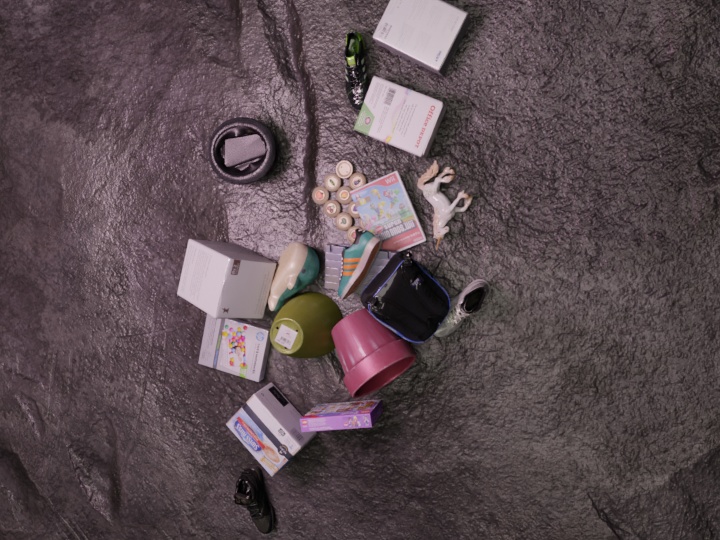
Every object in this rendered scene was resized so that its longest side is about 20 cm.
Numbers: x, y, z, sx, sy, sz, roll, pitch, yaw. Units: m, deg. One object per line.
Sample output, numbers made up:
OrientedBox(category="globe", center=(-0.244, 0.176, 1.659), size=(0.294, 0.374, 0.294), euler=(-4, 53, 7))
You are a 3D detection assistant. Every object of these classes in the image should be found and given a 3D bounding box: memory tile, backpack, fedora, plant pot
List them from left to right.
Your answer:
OrientedBox(category="fedora", center=(-0.318, -0.328, 1.769), size=(0.199, 0.092, 0.203), euler=(1, 95, 15))
OrientedBox(category="plant pot", center=(-0.161, 0.161, 1.710), size=(0.185, 0.200, 0.189), euler=(1, 95, 15))
OrientedBox(category="memory tile", center=(-0.027, -0.187, 1.741), size=(0.153, 0.017, 0.200), euler=(-43, 83, 14))
OrientedBox(category="plant pot", center=(0.020, 0.208, 1.681), size=(0.200, 0.200, 0.180), euler=(-39, 68, 14))
OrientedBox(category="backpack", center=(0.121, 0.070, 1.637), size=(0.200, 0.147, 0.183), euler=(39, 92, -18))

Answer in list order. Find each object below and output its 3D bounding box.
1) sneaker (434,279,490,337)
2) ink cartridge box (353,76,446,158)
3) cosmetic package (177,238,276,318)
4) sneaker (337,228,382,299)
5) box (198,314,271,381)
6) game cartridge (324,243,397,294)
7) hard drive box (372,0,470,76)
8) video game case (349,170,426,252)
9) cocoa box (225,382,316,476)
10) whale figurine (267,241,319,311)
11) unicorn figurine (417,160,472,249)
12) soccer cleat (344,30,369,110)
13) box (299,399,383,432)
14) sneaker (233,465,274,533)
OrientedBox(category="sneaker", center=(0.248, 0.101, 1.638), size=(0.076, 0.115, 0.201), euler=(46, 104, 7))
OrientedBox(category="ink cartridge box", center=(0.105, -0.395, 1.653), size=(0.199, 0.084, 0.146), euler=(24, 100, 12))
OrientedBox(category="cosmetic package", center=(-0.366, 0.023, 1.737), size=(0.199, 0.164, 0.166), euler=(24, 102, 40))
OrientedBox(category="sneaker", center=(-0.019, -0.020, 1.682), size=(0.080, 0.071, 0.201), euler=(36, 113, 18))
OrientedBox(category="box", center=(-0.364, 0.221, 1.853), size=(0.198, 0.041, 0.157), euler=(15, 98, 13))
OrientedBox(category="game cartridge", center=(0.000, 0.000, 1.730), size=(0.198, 0.038, 0.131), euler=(7, 111, 14))
OrientedBox(category="hard drive box", center=(0.156, -0.615, 1.626), size=(0.199, 0.077, 0.157), euler=(31, 102, 11))
OrientedBox(category="video game case", center=(0.074, -0.146, 1.698), size=(0.142, 0.017, 0.201), euler=(-22, 99, 16))
OrientedBox(category="cocoa box", center=(-0.249, 0.445, 1.790), size=(0.200, 0.133, 0.131), euler=(46, 105, 8))
OrientedBox(category="whale figurine", center=(-0.184, 0.023, 1.746), size=(0.103, 0.159, 0.201), euler=(25, 99, -23))
OrientedBox(category="unicorn figurine", center=(0.217, -0.172, 1.655), size=(0.137, 0.074, 0.201), euler=(-37, 70, 24))
OrientedBox(category="soccer cleat", center=(-0.016, -0.527, 1.677), size=(0.067, 0.081, 0.202), euler=(-4, 94, 15))
OrientedBox(category="box", center=(-0.049, 0.394, 1.731), size=(0.198, 0.137, 0.039), euler=(-8, 92, 16))
OrientedBox(category="sneaker", center=(-0.312, 0.679, 1.838), size=(0.076, 0.114, 0.201), euler=(-13, 93, 17))
